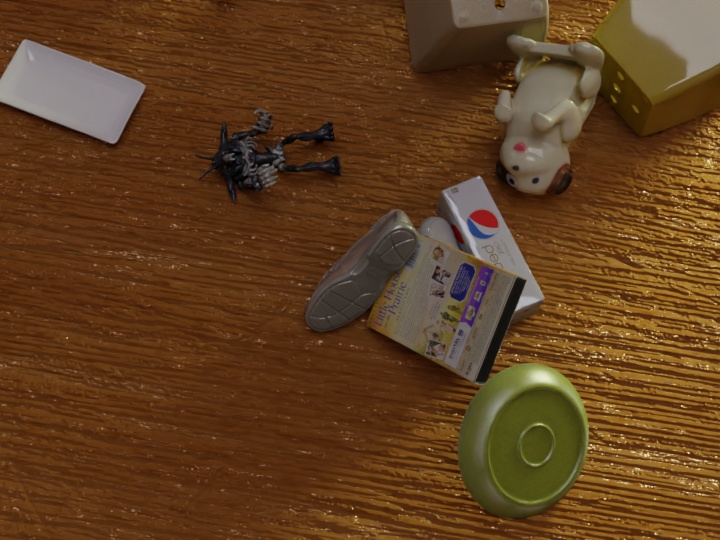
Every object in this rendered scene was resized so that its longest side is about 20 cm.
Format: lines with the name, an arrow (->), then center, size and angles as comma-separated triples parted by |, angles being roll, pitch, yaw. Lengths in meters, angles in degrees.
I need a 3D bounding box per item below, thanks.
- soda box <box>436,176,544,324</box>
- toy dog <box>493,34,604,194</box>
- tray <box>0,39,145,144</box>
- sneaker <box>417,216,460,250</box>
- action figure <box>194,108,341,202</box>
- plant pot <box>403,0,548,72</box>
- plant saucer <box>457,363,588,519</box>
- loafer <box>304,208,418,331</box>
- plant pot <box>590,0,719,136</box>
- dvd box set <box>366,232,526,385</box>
soda box -> 0.177, -0.025, 1.489 | 0.063, 0.068, 0.201 | -22, 72, -11
toy dog -> 0.254, -0.207, 1.524 | 0.139, 0.194, 0.201 | 16, 85, 21
tray -> -0.423, -0.257, 1.570 | 0.199, 0.022, 0.108 | 21, 69, 5
sneaker -> 0.136, 0.013, 1.450 | 0.078, 0.099, 0.201 | -7, 73, -34
action figure -> -0.131, -0.165, 1.510 | 0.199, 0.102, 0.119 | -9, 82, -8
plant pot -> 0.173, -0.407, 1.539 | 0.199, 0.177, 0.201 | -9, 93, -6
plant saucer -> 0.216, 0.219, 1.365 | 0.199, 0.031, 0.201 | -2, 94, -25
loafer -> 0.000, 0.000, 1.446 | 0.200, 0.072, 0.063 | -45, 31, 20
plant pot -> 0.438, -0.312, 1.553 | 0.176, 0.200, 0.200 | -37, 75, -3
dvd box set -> 0.107, 0.043, 1.399 | 0.200, 0.029, 0.147 | 25, 97, 41
